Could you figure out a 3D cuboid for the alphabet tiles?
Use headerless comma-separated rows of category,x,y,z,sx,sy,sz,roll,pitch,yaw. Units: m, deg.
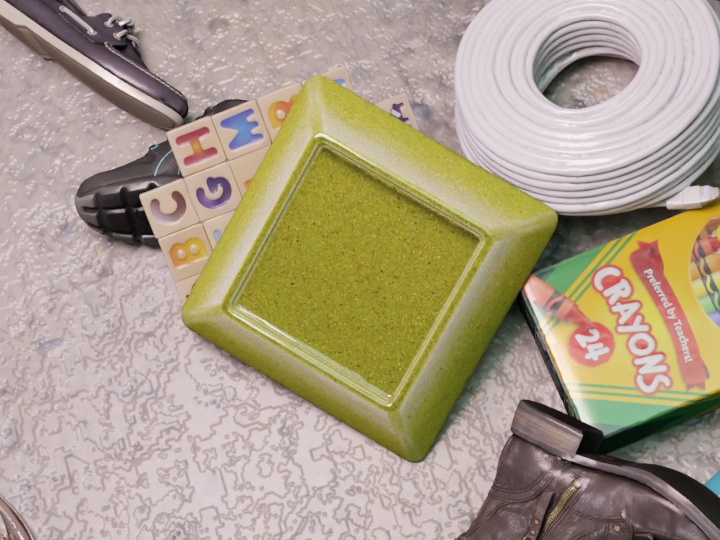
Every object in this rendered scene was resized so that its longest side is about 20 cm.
alphabet tiles,-0.044,-0.042,1.209,0.199,0.006,0.167,-21,104,-1

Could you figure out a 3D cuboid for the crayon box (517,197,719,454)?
crayon box,0.221,0.031,1.180,0.199,0.051,0.128,-22,70,-2

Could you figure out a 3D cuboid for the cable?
cable,0.160,-0.128,1.212,0.199,0.069,0.201,-11,56,9

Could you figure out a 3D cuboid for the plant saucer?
plant saucer,0.000,0.000,1.167,0.199,0.048,0.201,30,97,6

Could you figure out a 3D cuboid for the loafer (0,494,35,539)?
loafer,-0.245,0.214,1.160,0.072,0.063,0.201,-31,71,-4

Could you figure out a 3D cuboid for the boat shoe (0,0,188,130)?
boat shoe,-0.198,-0.174,1.286,0.199,0.073,0.063,34,80,21

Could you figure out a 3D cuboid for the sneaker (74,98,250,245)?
sneaker,-0.108,-0.074,1.251,0.199,0.076,0.080,-11,57,-5

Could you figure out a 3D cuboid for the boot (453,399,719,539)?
boot,0.137,0.195,1.102,0.199,0.069,0.175,28,97,32

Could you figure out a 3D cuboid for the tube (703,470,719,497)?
tube,0.275,0.139,1.142,0.200,0.050,0.078,-36,82,-11
